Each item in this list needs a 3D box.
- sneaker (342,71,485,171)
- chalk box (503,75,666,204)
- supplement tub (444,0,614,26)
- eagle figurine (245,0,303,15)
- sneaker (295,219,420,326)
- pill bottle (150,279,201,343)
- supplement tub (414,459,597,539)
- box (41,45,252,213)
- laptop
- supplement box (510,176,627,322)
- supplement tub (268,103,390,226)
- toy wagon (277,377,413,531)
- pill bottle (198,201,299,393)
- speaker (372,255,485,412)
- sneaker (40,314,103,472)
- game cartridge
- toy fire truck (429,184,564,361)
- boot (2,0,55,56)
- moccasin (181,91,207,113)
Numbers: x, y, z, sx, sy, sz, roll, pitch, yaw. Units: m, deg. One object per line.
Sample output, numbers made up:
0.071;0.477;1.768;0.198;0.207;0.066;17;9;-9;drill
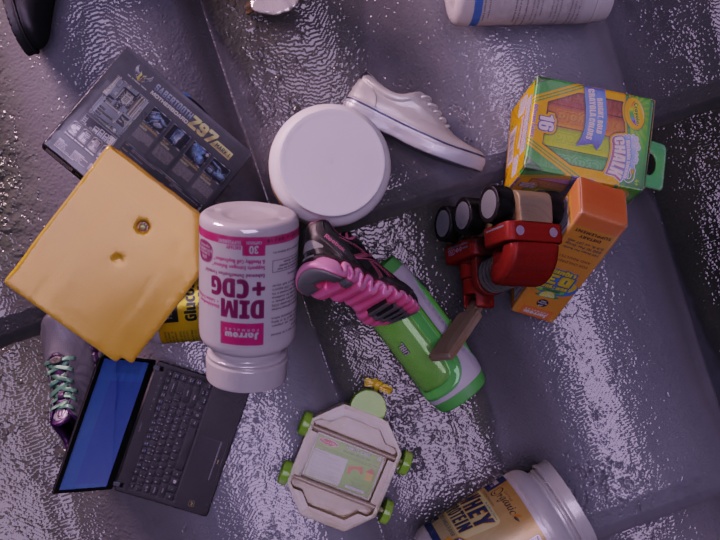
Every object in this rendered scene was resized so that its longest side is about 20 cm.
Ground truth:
0.076;-0.191;1.392;0.199;0.073;0.071;25;93;-5;sneaker
0.295;-0.151;1.374;0.199;0.124;0.125;10;77;-4;chalk box
0.211;-0.377;1.369;0.199;0.132;0.133;-1;92;-5;supplement tub
-0.153;-0.411;1.331;0.150;0.200;0.152;-2;53;32;eagle figurine
0.000;0.000;1.278;0.079;0.200;0.096;-27;55;28;sneaker
-0.212;0.033;1.355;0.199;0.112;0.113;-5;92;-5;pill bottle
0.185;0.345;1.382;0.200;0.144;0.145;-31;94;-3;supplement tub
-0.255;-0.144;1.309;0.200;0.051;0.158;40;77;-14;box
-0.255;0.210;1.352;0.199;0.103;0.178;19;91;-12;laptop
0.256;-0.022;1.354;0.066;0.200;0.069;16;49;-10;supplement box
-0.039;-0.125;1.321;0.144;0.200;0.145;0;91;-5;supplement tub
-0.011;0.235;1.416;0.155;0.040;0.201;22;89;-5;toy wagon
-0.129;0.030;1.244;0.113;0.113;0.201;1;108;-5;pill bottle
0.074;0.082;1.394;0.088;0.088;0.200;-37;94;-3;speaker
-0.359;0.148;1.353;0.074;0.088;0.201;-18;93;13;sneaker
-0.283;-0.015;1.266;0.176;0.032;0.200;38;91;-14;game cartridge
0.157;0.009;1.331;0.128;0.176;0.201;3;79;-25;toy fire truck
-0.363;-0.381;1.348;0.167;0.076;0.201;-12;87;0;boot
-0.262;-0.131;1.364;0.068;0.080;0.200;38;89;-9;moccasin
